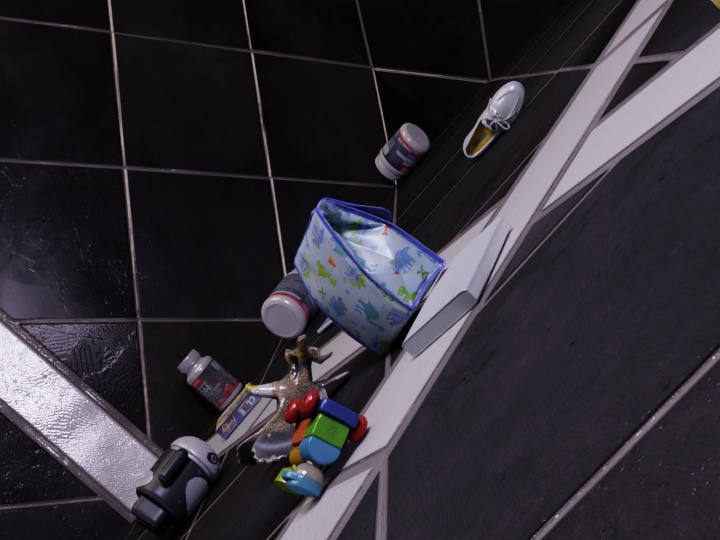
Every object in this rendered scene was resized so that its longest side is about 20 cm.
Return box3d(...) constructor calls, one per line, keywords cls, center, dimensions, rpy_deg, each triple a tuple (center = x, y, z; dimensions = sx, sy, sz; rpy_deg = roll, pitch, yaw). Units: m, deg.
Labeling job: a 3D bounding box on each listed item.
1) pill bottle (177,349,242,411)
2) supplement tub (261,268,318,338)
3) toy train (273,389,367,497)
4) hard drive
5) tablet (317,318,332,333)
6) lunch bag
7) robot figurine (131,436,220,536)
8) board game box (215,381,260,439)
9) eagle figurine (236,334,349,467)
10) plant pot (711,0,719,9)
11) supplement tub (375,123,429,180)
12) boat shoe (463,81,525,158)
box3d(cls="pill bottle", center=(-0.483, 0.345, 3.074), dimensions=(0.111, 0.200, 0.111), rpy_deg=(-49, 5, 6))
box3d(cls="supplement tub", center=(-0.188, 0.090, 2.784), dimensions=(0.140, 0.140, 0.200), rpy_deg=(-44, 7, 38))
box3d(cls="toy train", center=(-0.072, 0.229, 1.208), dimensions=(0.117, 0.084, 0.200), rpy_deg=(-65, 11, -23))
box3d(cls="hard drive", center=(0.130, 0.018, 1.279), dimensions=(0.132, 0.026, 0.200), rpy_deg=(-45, 6, 36))
box3d(cls="tablet", center=(-0.027, 0.073, 2.266), dimensions=(0.130, 0.014, 0.200), rpy_deg=(-52, 7, -36))
box3d(cls="lunch bag", center=(0.000, 0.000, 1.403), dimensions=(0.128, 0.199, 0.170), rpy_deg=(-53, -5, -35))
box3d(cls="robot figurine", center=(-0.369, 0.432, 1.940), dimensions=(0.200, 0.125, 0.150), rpy_deg=(-52, 17, -30))
box3d(cls="board game box", center=(-0.315, 0.359, 2.483), dimensions=(0.136, 0.035, 0.200), rpy_deg=(-50, 5, -5))
box3d(cls="eagle figurine", center=(-0.114, 0.216, 1.515), dimensions=(0.152, 0.149, 0.202), rpy_deg=(40, -126, -57))
box3d(cls="plant pot", center=(0.465, -0.457, 1.081), dimensions=(0.196, 0.194, 0.200), rpy_deg=(-50, 14, -20))
box3d(cls="supplement tub", center=(0.165, -0.466, 3.790), dimensions=(0.200, 0.140, 0.141), rpy_deg=(-45, 6, 33))
box3d(cls="boat shoe", center=(0.298, -0.336, 2.178), dimensions=(0.202, 0.074, 0.086), rpy_deg=(-49, 4, 23))
